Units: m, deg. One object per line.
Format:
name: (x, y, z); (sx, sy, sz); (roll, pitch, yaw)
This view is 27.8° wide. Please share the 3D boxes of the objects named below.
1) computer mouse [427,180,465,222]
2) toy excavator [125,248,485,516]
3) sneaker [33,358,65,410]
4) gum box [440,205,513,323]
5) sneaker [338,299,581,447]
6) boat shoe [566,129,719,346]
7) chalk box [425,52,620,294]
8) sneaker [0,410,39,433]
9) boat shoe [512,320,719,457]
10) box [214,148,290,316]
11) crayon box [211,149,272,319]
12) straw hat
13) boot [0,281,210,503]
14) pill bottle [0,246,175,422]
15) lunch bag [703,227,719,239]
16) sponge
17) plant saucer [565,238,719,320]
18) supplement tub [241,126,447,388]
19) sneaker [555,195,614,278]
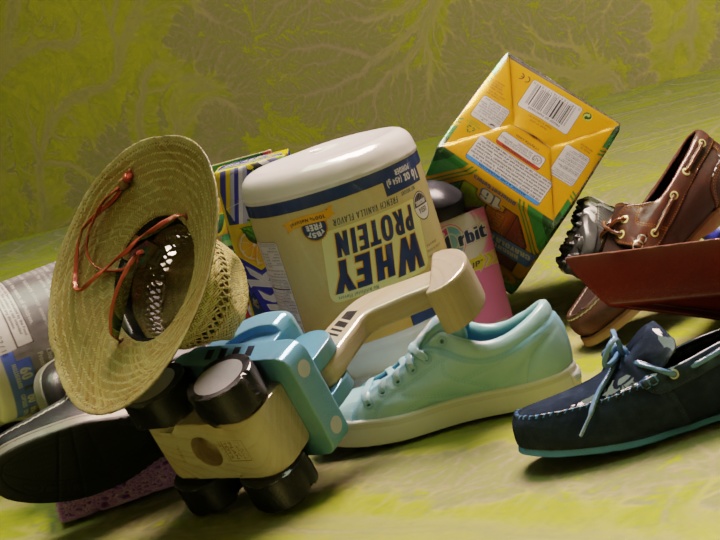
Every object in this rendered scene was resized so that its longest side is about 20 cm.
computer mouse: (0.031, -0.061, 1.277); (0.058, 0.034, 0.200); (-21, 11, -24)
toy excavator: (-0.033, 0.061, 0.990); (0.194, 0.100, 0.200); (-8, 32, 38)
sneaker: (-0.164, 0.080, 1.173); (0.106, 0.075, 0.200); (-30, -16, 31)
gum box: (0.042, 0.010, 1.305); (0.066, 0.114, 0.200); (-22, 11, -31)
sneaker: (0.053, 0.068, 1.042); (0.199, 0.082, 0.074); (-15, 8, 5)
boat shoe: (0.226, -0.028, 1.156); (0.200, 0.070, 0.070); (-46, 11, -19)
chalk box: (0.130, -0.074, 1.317); (0.124, 0.125, 0.200); (-53, -8, -24)
sneaker: (-0.257, 0.131, 1.299); (0.199, 0.075, 0.100); (-18, 28, -12)
boat shoe: (0.186, 0.061, 0.900); (0.199, 0.069, 0.084); (-17, 9, -6)
box: (-0.070, -0.002, 1.290); (0.070, 0.201, 0.064); (-15, 8, 2)
crayon box: (-0.118, -0.001, 1.357); (0.126, 0.201, 0.051); (-16, 3, 3)
straw hat: (-0.121, 0.010, 0.965); (0.085, 0.202, 0.201); (22, -18, -38)
boot: (-0.197, 0.080, 1.078); (0.203, 0.074, 0.154); (-20, 45, -23)
pill bottle: (-0.237, 0.043, 1.255); (0.199, 0.114, 0.114); (-22, 11, -21)
lunch bag: (0.382, -0.066, 1.191); (0.200, 0.128, 0.170); (-30, 11, 4)
sponge: (-0.142, 0.138, 1.122); (0.199, 0.030, 0.112); (-18, 9, -11)
plant saucer: (0.275, 0.008, 0.991); (0.199, 0.037, 0.200); (-7, -9, 44)
supplement tub: (0.000, 0.000, 1.156); (0.144, 0.201, 0.144); (-17, 11, 3)
sneaker: (0.224, -0.023, 1.276); (0.090, 0.067, 0.200); (20, 10, 8)
